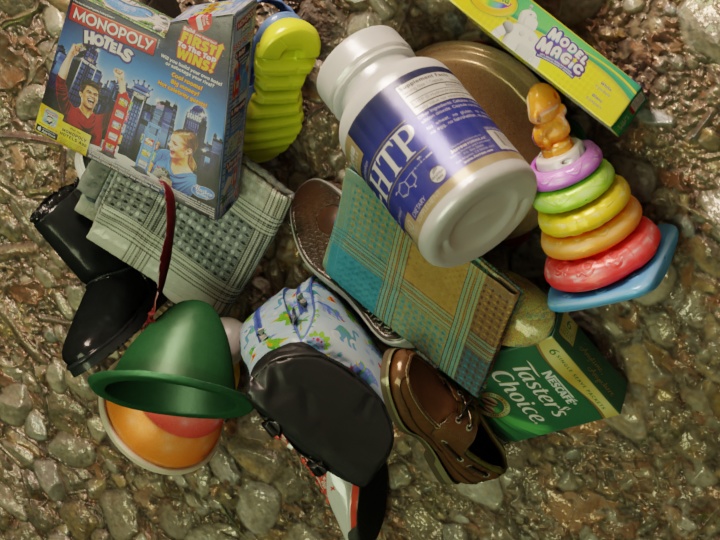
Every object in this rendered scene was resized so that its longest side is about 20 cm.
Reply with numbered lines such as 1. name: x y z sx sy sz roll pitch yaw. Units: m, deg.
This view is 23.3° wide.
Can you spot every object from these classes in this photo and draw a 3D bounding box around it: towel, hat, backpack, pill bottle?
1. towel: -0.182 -0.064 1.725 0.199 0.035 0.193 35 130 2
2. hat: -0.168 0.039 1.704 0.200 0.164 0.178 -24 55 60
3. backpack: -0.045 0.094 1.684 0.163 0.154 0.200 41 176 -20
4. pill bottle: 0.051 -0.112 1.507 0.200 0.119 0.120 53 132 27
5. towel: 0.052 0.008 1.585 0.200 0.022 0.147 39 139 20

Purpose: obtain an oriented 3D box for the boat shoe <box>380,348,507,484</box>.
1. boat shoe: 0.082 0.133 1.631 0.067 0.072 0.200 -2 147 27

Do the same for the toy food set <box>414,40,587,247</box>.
1. toy food set: 0.104 -0.115 1.600 0.198 0.049 0.200 51 128 0

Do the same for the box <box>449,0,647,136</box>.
1. box: 0.152 -0.195 1.486 0.199 0.117 0.049 38 97 9

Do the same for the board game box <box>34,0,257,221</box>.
1. board game box: -0.180 -0.180 1.611 0.199 0.062 0.201 27 119 5

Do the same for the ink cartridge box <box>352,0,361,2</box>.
1. ink cartridge box: 0.062 -0.332 1.496 0.199 0.083 0.148 -11 107 35

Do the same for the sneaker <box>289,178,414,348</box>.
1. sneaker: 0.000 0.000 1.711 0.073 0.085 0.201 -37 68 9

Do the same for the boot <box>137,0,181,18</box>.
1. boot: -0.241 -0.218 1.735 0.150 0.073 0.201 -30 103 26

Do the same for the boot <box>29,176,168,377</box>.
1. boot: -0.283 -0.002 1.807 0.073 0.198 0.163 -26 105 38

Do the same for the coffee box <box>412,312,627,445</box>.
1. coffee box: 0.139 0.108 1.664 0.199 0.044 0.123 -18 126 36

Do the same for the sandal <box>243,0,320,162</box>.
1. sandal: -0.093 -0.185 1.682 0.087 0.079 0.201 66 145 34

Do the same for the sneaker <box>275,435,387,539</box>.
1. sneaker: -0.036 0.192 1.828 0.107 0.067 0.203 6 112 30

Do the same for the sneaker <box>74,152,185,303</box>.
1. sneaker: -0.198 -0.069 1.802 0.111 0.073 0.201 -29 104 35

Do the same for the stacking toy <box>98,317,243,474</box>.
1. stacking toy: -0.171 0.108 1.813 0.146 0.146 0.200 47 131 3

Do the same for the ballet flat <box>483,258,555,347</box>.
1. ballet flat: 0.095 0.011 1.612 0.200 0.070 0.071 34 131 45

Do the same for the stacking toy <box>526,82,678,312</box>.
1. stacking toy: 0.185 -0.072 1.508 0.109 0.116 0.201 -11 117 33
